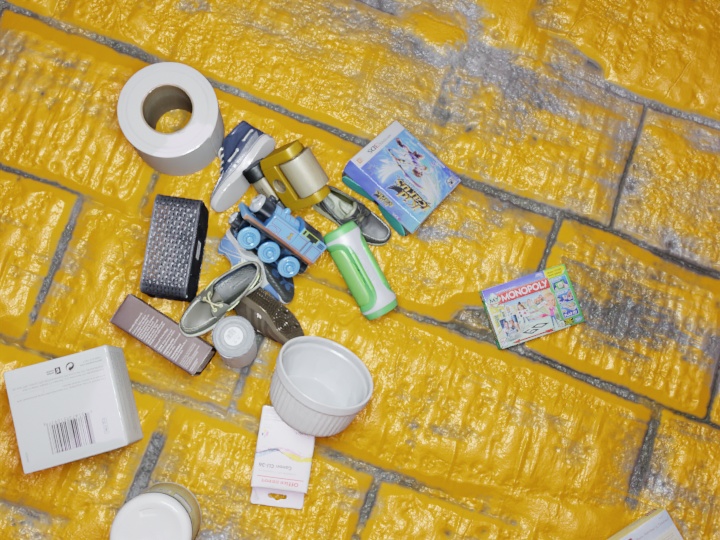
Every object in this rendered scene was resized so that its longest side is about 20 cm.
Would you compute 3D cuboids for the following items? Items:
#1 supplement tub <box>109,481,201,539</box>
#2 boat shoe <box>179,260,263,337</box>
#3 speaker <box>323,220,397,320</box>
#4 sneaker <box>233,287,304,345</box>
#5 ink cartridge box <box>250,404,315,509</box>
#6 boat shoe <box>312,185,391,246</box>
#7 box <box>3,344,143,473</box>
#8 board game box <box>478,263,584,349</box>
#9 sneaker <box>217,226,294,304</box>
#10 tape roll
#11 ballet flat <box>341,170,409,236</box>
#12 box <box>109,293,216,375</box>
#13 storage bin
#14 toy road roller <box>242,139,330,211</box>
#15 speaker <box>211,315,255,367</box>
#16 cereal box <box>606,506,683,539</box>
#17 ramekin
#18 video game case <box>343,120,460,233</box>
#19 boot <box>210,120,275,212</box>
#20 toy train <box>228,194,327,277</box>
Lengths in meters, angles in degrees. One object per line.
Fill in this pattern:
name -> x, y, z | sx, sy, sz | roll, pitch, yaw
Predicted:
supplement tub -> -0.378, 0.480, 1.331 | 0.144, 0.200, 0.145 | 1, 82, -5
boat shoe -> -0.277, 0.051, 1.390 | 0.202, 0.060, 0.072 | -40, 81, -15
speaker -> 0.000, 0.000, 1.480 | 0.088, 0.088, 0.200 | -30, 96, -8
sneaker -> -0.203, 0.099, 1.477 | 0.200, 0.076, 0.070 | 45, 37, -2
ink cartridge box -> -0.156, 0.381, 1.433 | 0.116, 0.068, 0.201 | 8, 81, -5
boat shoe -> -0.021, -0.120, 1.518 | 0.201, 0.066, 0.072 | 32, 78, 0
box -> -0.556, 0.267, 1.382 | 0.198, 0.131, 0.201 | -15, 83, -7
board game box -> 0.374, 0.079, 1.544 | 0.199, 0.029, 0.135 | -18, 85, -7
sneaker -> -0.218, -0.006, 1.491 | 0.077, 0.076, 0.200 | -38, 96, 28
tape roll -> -0.391, -0.313, 1.477 | 0.202, 0.139, 0.203 | 1, 81, -4
ballet flat -> 0.050, -0.165, 1.535 | 0.200, 0.068, 0.075 | 43, 71, 5
box -> -0.396, 0.132, 1.431 | 0.200, 0.100, 0.075 | 35, 80, 1
storage bin -> -0.375, -0.042, 1.439 | 0.093, 0.135, 0.201 | 9, 81, -3
toy road roller -> -0.133, -0.208, 1.462 | 0.146, 0.200, 0.123 | -49, 114, -36
speaker -> -0.246, 0.145, 1.393 | 0.081, 0.200, 0.082 | 2, 76, -6
cereal box -> 0.627, 0.622, 1.482 | 0.144, 0.040, 0.200 | -28, 85, -9
ramekin -> -0.084, 0.235, 1.400 | 0.200, 0.200, 0.105 | 26, 119, -1
video game case -> 0.093, -0.204, 1.514 | 0.200, 0.045, 0.181 | 42, 54, 2
boot -> -0.275, -0.224, 1.518 | 0.090, 0.073, 0.200 | 34, 81, 19
toy train -> -0.167, -0.073, 1.423 | 0.200, 0.087, 0.114 | 38, 98, -29
